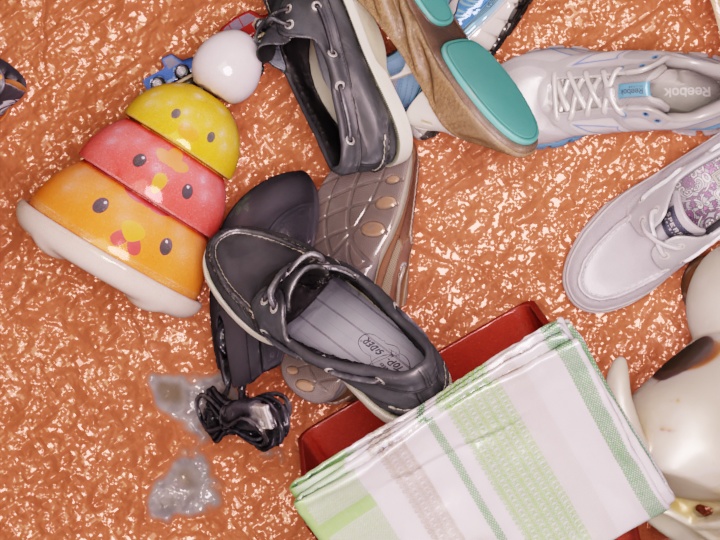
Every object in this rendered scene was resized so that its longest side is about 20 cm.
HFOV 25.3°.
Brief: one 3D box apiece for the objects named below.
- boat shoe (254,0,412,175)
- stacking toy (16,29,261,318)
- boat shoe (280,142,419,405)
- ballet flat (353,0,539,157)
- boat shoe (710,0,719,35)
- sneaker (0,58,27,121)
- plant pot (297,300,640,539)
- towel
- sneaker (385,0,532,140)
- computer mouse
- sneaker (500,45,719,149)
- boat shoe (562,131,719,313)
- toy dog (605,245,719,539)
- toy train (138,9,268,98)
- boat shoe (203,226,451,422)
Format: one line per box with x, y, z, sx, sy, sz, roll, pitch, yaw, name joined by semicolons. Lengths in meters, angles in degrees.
-0.039;-0.153;1.099;0.066;0.074;0.200;-25;89;-27;boat shoe
-0.134;-0.081;1.114;0.145;0.146;0.201;29;89;2;stacking toy
0.000;0.000;1.145;0.075;0.072;0.201;15;83;33;boat shoe
0.044;-0.144;1.087;0.072;0.068;0.201;-43;76;35;ballet flat
0.235;-0.240;1.135;0.069;0.074;0.202;-14;87;12;boat shoe
-0.285;-0.088;1.152;0.111;0.078;0.201;-24;89;4;sneaker
0.087;0.163;1.090;0.199;0.200;0.177;-30;102;2;plant pot
0.076;0.138;0.969;0.199;0.031;0.150;-32;109;3;towel
0.069;-0.196;1.136;0.090;0.078;0.201;34;92;5;sneaker
-0.079;0.022;1.124;0.052;0.138;0.202;15;82;-25;computer mouse
0.177;-0.128;1.127;0.198;0.087;0.076;-5;92;4;sneaker
0.226;-0.038;1.126;0.199;0.069;0.072;-32;89;11;boat shoe
0.251;0.075;1.098;0.193;0.139;0.201;30;66;-13;toy dog
-0.078;-0.166;1.164;0.199;0.034;0.046;-30;86;2;toy train
-0.026;0.024;1.022;0.074;0.066;0.199;-42;65;-15;boat shoe
